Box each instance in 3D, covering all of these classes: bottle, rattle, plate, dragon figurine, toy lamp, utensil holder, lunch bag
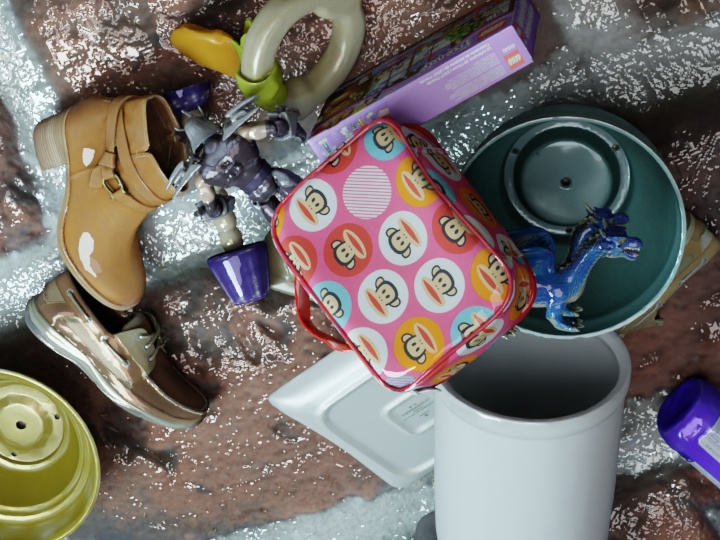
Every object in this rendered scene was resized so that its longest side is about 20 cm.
[{"bbox_3d":[0.363,0.185,1.720,0.200,0.084,0.065,41,106,-9],"label":"bottle"},{"bbox_3d":[-0.052,-0.241,1.623,0.130,0.143,0.200,22,102,-37],"label":"rattle"},{"bbox_3d":[0.052,0.119,1.718,0.200,0.032,0.200,-36,131,20],"label":"plate"},{"bbox_3d":[0.132,-0.001,1.538,0.200,0.059,0.099,-3,113,8],"label":"dragon figurine"},{"bbox_3d":[-0.127,-0.068,1.668,0.058,0.058,0.200,-16,97,14],"label":"toy lamp"},{"bbox_3d":[0.145,0.155,1.637,0.170,0.170,0.200,4,126,6],"label":"utensil holder"},{"bbox_3d":[0.025,-0.003,1.498,0.176,0.082,0.200,-41,74,19],"label":"lunch bag"}]

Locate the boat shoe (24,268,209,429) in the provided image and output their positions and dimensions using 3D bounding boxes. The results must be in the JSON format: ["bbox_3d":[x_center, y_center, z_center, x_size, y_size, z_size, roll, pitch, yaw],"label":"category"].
[{"bbox_3d":[-0.221,0.074,1.760,0.200,0.076,0.072,37,111,-10],"label":"boat shoe"}]

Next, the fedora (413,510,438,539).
[{"bbox_3d":[0.116,0.275,1.775,0.200,0.090,0.177,-2,139,6],"label":"fedora"}]

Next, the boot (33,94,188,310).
[{"bbox_3d":[-0.205,-0.060,1.667,0.155,0.074,0.200,-8,111,41],"label":"boot"}]

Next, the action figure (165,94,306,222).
[{"bbox_3d":[-0.078,-0.070,1.597,0.200,0.069,0.130,40,120,-14],"label":"action figure"}]

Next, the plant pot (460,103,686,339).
[{"bbox_3d":[0.177,-0.060,1.612,0.200,0.134,0.200,3,114,6],"label":"plant pot"}]

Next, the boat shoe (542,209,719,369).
[{"bbox_3d":[0.243,0.032,1.683,0.076,0.072,0.200,34,116,-24],"label":"boat shoe"}]

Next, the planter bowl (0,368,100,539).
[{"bbox_3d":[-0.339,0.166,1.809,0.200,0.083,0.200,3,114,7],"label":"planter bowl"}]

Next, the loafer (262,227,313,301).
[{"bbox_3d":[0.000,0.000,1.694,0.200,0.076,0.067,12,121,2],"label":"loafer"}]

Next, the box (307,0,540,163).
[{"bbox_3d":[0.056,-0.164,1.582,0.200,0.137,0.039,-28,107,18],"label":"box"}]
